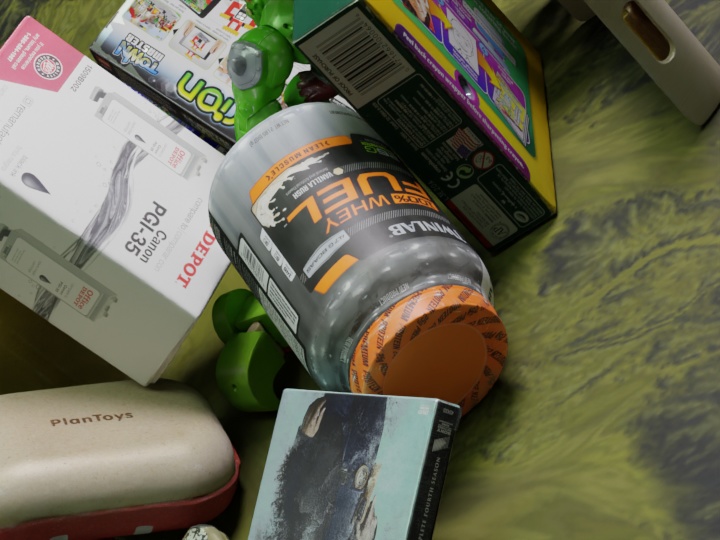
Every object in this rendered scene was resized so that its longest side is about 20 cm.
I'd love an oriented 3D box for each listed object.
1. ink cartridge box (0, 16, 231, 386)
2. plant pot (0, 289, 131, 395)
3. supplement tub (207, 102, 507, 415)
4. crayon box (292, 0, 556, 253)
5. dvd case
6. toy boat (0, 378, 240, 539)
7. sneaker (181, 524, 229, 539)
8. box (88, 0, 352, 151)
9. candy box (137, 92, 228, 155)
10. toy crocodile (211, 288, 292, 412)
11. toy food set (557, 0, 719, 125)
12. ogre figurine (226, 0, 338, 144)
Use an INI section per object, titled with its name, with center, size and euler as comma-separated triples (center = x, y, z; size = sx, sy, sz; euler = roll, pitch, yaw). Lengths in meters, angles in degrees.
[ink cartridge box]
center = -0.173, -0.045, 1.746
size = 0.083, 0.200, 0.147
euler = -50, 8, 42
[plant pot]
center = -0.239, 0.022, 1.896
size = 0.199, 0.176, 0.201
euler = -18, 40, 41
[supplement tub]
center = 0.000, 0.000, 1.640
size = 0.122, 0.122, 0.200
euler = -43, 47, 5
[crayon box]
center = 0.039, -0.137, 1.704
size = 0.058, 0.200, 0.173
euler = -31, 32, 21
[dvd case]
center = -0.017, 0.166, 1.522
size = 0.146, 0.022, 0.201
euler = 2, 76, 53
[toy boat]
center = -0.176, 0.151, 1.720
size = 0.199, 0.131, 0.131
euler = -6, 26, -15
[sneaker]
center = -0.132, 0.223, 1.599
size = 0.077, 0.089, 0.201
euler = -15, 42, 43
[box]
center = -0.079, -0.141, 1.910
size = 0.200, 0.035, 0.110
euler = 34, 79, 20
[candy box]
center = -0.134, -0.112, 2.026
size = 0.169, 0.077, 0.200
euler = -53, 32, -10
[toy crocodile]
center = -0.041, 0.005, 1.789
size = 0.067, 0.062, 0.201
euler = -19, 35, 40
[toy food set]
center = 0.135, -0.172, 1.681
size = 0.060, 0.143, 0.200
euler = -42, 30, 5
[ogre figurine]
center = -0.024, -0.148, 1.808
size = 0.200, 0.120, 0.098
euler = -36, 50, -11
